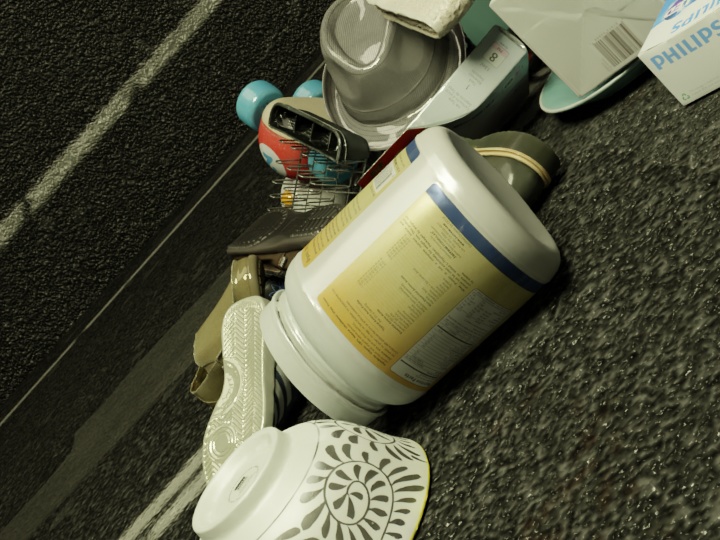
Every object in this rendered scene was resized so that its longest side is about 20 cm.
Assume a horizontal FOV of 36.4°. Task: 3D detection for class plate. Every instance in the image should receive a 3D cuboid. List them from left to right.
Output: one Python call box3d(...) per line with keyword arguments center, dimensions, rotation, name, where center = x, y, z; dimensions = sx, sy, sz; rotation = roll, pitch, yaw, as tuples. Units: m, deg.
box3d(center=(0.246, -0.212, 1.009), dimensions=(0.200, 0.026, 0.200), rotation=(-43, 16, 15), name="plate")

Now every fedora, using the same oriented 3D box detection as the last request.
box3d(center=(0.019, -0.238, 1.180), dimensions=(0.176, 0.090, 0.201), rotation=(-20, 54, 23), name="fedora")

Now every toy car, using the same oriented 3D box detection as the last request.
box3d(center=(-0.064, -0.115, 1.402), dimensions=(0.176, 0.184, 0.201), rotation=(-10, -53, -43), name="toy car")

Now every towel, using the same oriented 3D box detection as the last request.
box3d(center=(0.077, -0.291, 1.048), dimensions=(0.133, 0.034, 0.200), rotation=(-49, 27, 3), name="towel")

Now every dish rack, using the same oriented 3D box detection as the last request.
box3d(center=(-0.055, -0.071, 1.207), dimensions=(0.153, 0.054, 0.202), rotation=(34, 119, 52), name="dish rack")

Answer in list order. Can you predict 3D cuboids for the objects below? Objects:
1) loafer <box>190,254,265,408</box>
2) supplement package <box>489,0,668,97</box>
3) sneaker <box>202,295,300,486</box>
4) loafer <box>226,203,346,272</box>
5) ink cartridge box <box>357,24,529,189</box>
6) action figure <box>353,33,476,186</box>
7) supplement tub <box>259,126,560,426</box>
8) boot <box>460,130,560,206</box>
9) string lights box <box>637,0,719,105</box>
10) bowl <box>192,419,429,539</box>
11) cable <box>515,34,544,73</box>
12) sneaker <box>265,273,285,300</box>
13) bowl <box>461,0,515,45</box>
box3d(center=(-0.138, 0.072, 1.132), dimensions=(0.076, 0.067, 0.201), rotation=(-96, 16, -57), name="loafer")
box3d(center=(0.218, -0.275, 0.963), dimensions=(0.121, 0.120, 0.201), rotation=(-35, 19, 46), name="supplement package")
box3d(center=(-0.090, 0.128, 1.026), dimensions=(0.074, 0.084, 0.202), rotation=(-8, 63, 32), name="sneaker")
box3d(center=(-0.068, -0.018, 1.125), dimensions=(0.073, 0.071, 0.199), rotation=(-44, 24, -27), name="loafer")
box3d(center=(0.090, -0.138, 1.107), dimensions=(0.201, 0.057, 0.163), rotation=(-52, -10, 1), name="ink cartridge box")
box3d(center=(0.066, -0.173, 1.248), dimensions=(0.199, 0.119, 0.102), rotation=(-38, 46, 11), name="action figure")
box3d(center=(0.034, 0.008, 0.822), dimensions=(0.200, 0.144, 0.145), rotation=(-43, 16, 16), name="supplement tub")
box3d(center=(0.078, -0.049, 0.988), dimensions=(0.139, 0.077, 0.200), rotation=(-58, 16, -16), name="boot")
box3d(center=(0.296, -0.228, 0.842), dimensions=(0.103, 0.059, 0.201), rotation=(-27, 26, 54), name="string lights box")
box3d(center=(-0.054, 0.172, 0.760), dimensions=(0.201, 0.094, 0.201), rotation=(-45, 16, 16), name="bowl")
box3d(center=(0.188, -0.238, 1.250), dimensions=(0.200, 0.050, 0.098), rotation=(134, 154, -62), name="cable")
box3d(center=(-0.108, 0.041, 1.264), dimensions=(0.070, 0.078, 0.200), rotation=(-54, 16, -22), name="sneaker")
box3d(center=(0.148, -0.342, 1.448), dimensions=(0.201, 0.105, 0.201), rotation=(-43, 15, 15), name="bowl")
